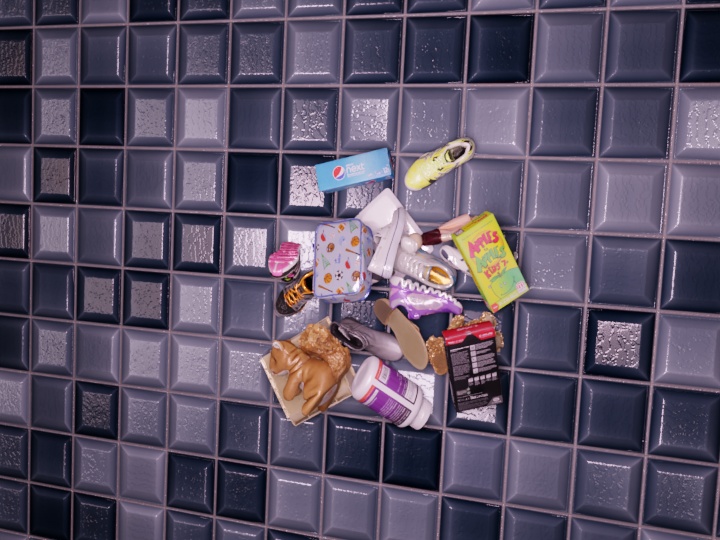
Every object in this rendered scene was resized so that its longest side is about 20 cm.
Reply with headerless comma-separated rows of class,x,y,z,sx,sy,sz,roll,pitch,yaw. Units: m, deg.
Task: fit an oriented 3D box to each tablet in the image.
tablet,0.083,-0.093,1.368,0.129,0.014,0.202,-39,84,12

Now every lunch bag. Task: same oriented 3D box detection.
lunch bag,-0.048,-0.026,1.300,0.155,0.075,0.209,-7,72,28

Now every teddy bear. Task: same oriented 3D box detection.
teddy bear,0.259,0.181,1.321,0.199,0.067,0.145,-42,102,10

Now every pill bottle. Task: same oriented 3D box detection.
pill bottle,0.079,0.312,1.325,0.197,0.113,0.114,34,99,-10

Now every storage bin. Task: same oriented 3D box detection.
storage bin,-0.131,0.265,1.394,0.195,0.094,0.204,-29,87,12

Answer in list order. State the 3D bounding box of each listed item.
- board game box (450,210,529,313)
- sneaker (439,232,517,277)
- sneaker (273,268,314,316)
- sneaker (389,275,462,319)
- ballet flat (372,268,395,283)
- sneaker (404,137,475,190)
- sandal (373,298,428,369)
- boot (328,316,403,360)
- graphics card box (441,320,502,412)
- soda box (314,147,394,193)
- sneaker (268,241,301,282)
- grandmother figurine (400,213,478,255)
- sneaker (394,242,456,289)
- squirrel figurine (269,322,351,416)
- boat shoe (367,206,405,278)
board game box,0.299,-0.019,1.221,0.099,0.048,0.204,-30,105,2
sneaker,0.295,-0.046,1.281,0.194,0.079,0.133,27,91,-2
sneaker,-0.157,0.053,1.397,0.198,0.077,0.079,-40,86,13
sneaker,0.154,0.084,1.310,0.193,0.081,0.092,17,83,7
ballet flat,0.000,0.000,1.352,0.195,0.072,0.076,21,98,29
sneaker,0.190,-0.269,1.303,0.196,0.076,0.077,-33,88,13
sandal,0.121,0.149,1.347,0.213,0.068,0.079,50,126,27
boot,0.017,0.184,1.335,0.193,0.131,0.072,20,96,10
graphics card box,0.271,0.232,1.276,0.120,0.051,0.208,-12,108,1
soda box,-0.014,-0.254,1.355,0.192,0.064,0.071,-11,90,13
sneaker,-0.187,-0.007,1.349,0.070,0.201,0.091,2,108,2
grandmother figurine,0.189,-0.086,1.289,0.192,0.121,0.063,-16,85,-9
sneaker,0.147,-0.013,1.312,0.193,0.081,0.079,19,103,7
squirrel figurine,-0.127,0.219,1.286,0.185,0.141,0.203,39,100,19
boat shoe,0.064,-0.079,1.283,0.064,0.075,0.205,16,54,0
